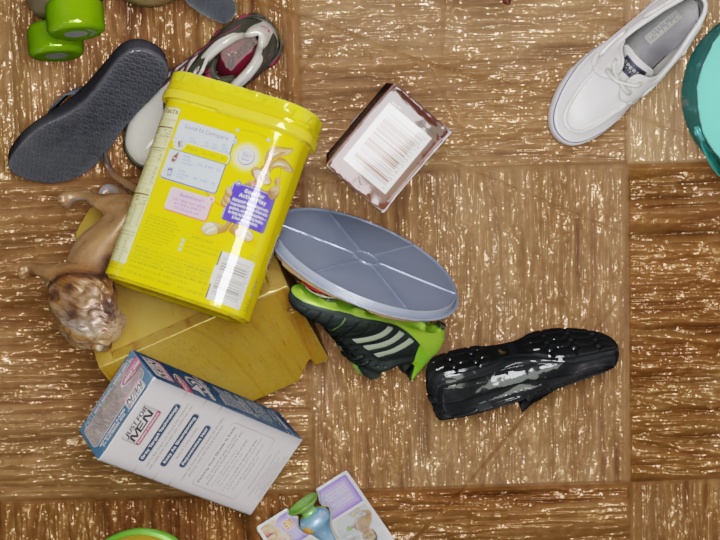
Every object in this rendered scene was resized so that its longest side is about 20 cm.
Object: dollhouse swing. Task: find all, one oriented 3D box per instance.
[{"bbox_3d":[-0.170,0.024,1.524,0.200,0.176,0.182,-25,138,2],"label":"dollhouse swing"}]

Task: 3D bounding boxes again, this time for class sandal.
[{"bbox_3d":[-0.268,-0.157,1.486,0.200,0.043,0.076,-37,133,16],"label":"sandal"}]

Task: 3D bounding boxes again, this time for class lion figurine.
[{"bbox_3d":[-0.250,-0.021,1.438,0.122,0.072,0.200,11,72,36],"label":"lion figurine"}]

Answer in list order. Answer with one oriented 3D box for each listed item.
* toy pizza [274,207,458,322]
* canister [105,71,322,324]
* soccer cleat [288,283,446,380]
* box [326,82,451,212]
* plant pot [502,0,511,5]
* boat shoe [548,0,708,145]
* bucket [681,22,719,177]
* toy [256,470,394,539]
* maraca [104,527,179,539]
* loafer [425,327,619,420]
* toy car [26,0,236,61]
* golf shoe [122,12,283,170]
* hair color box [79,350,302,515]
[{"bbox_3d":[0.000,0.000,1.445,0.200,0.200,0.032,23,112,-3],"label":"toy pizza"},{"bbox_3d":[-0.137,-0.066,1.374,0.148,0.087,0.200,17,82,12],"label":"canister"},{"bbox_3d":[0.002,0.063,1.475,0.200,0.068,0.081,19,107,-41],"label":"soccer cleat"},{"bbox_3d":[0.023,-0.120,1.425,0.075,0.200,0.100,40,95,-7],"label":"box"},{"bbox_3d":[0.057,-0.363,1.411,0.195,0.201,0.201,8,97,7],"label":"plant pot"},{"bbox_3d":[0.265,-0.206,1.485,0.074,0.065,0.200,40,95,-5],"label":"boat shoe"},{"bbox_3d":[0.414,-0.171,1.456,0.207,0.135,0.208,0,97,0],"label":"bucket"},{"bbox_3d":[-0.008,0.323,1.554,0.115,0.047,0.200,-33,96,5],"label":"toy"},{"bbox_3d":[-0.210,0.359,1.526,0.137,0.107,0.200,-17,97,9],"label":"maraca"},{"bbox_3d":[0.166,0.107,1.526,0.200,0.068,0.071,-11,117,-3],"label":"loafer"},{"bbox_3d":[-0.220,-0.298,1.453,0.200,0.158,0.165,-3,84,-25],"label":"toy car"},{"bbox_3d":[-0.164,-0.179,1.474,0.077,0.088,0.200,44,96,-7],"label":"golf shoe"},{"bbox_3d":[-0.165,0.162,1.475,0.200,0.061,0.100,29,99,-40],"label":"hair color box"}]
